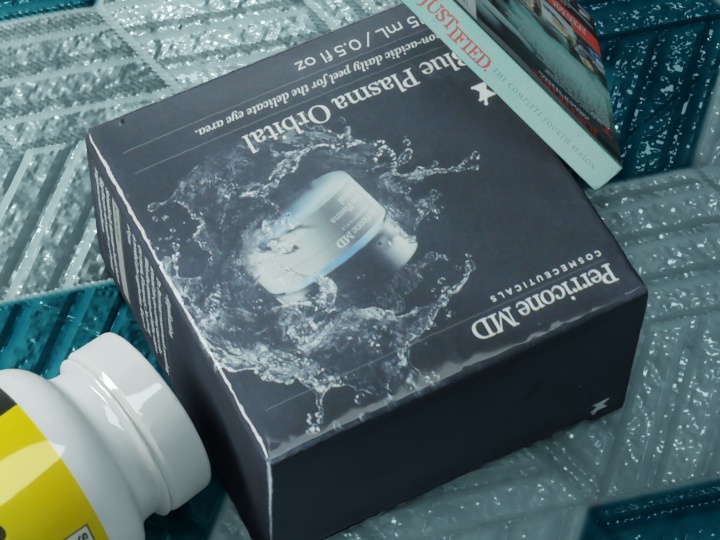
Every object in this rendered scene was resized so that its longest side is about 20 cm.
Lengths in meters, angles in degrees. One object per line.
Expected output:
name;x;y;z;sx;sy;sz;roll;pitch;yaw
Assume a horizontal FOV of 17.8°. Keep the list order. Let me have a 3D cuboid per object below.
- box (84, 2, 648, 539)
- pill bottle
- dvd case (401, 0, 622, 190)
box;0.000;0.000;1.091;0.196;0.118;0.200;-24;63;-15
pill bottle;-0.170;0.116;1.017;0.200;0.113;0.112;-35;65;-20
dvd case;0.067;-0.132;1.124;0.146;0.022;0.200;43;19;-18
